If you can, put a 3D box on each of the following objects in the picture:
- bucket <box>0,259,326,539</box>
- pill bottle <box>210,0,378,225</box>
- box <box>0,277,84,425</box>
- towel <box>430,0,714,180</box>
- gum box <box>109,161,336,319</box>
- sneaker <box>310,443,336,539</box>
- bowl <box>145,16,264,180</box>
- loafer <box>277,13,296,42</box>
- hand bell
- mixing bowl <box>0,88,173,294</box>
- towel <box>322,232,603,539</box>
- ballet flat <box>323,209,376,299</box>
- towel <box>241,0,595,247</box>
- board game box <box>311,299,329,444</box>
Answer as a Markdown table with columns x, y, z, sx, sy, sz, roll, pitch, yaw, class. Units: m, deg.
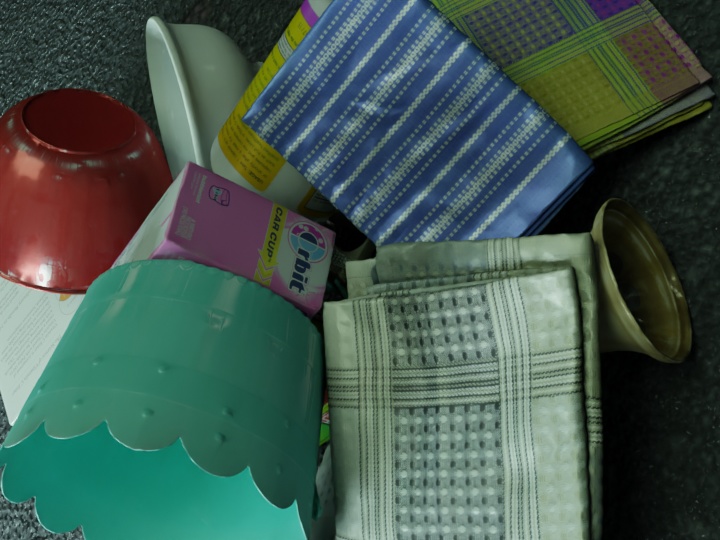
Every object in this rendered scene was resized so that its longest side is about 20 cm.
| x | y | z | sx | sy | sz | roll | pitch | yaw | class |
| --- | --- | --- | --- | --- | --- | --- | --- | --- | --- |
| -0.117 | 0.100 | 0.683 | 0.206 | 0.207 | 0.136 | -17 | 44 | 35 | bucket |
| -0.041 | -0.100 | 0.762 | 0.201 | 0.104 | 0.105 | -52 | 48 | 22 | pill bottle |
| -0.266 | 0.034 | 0.989 | 0.152 | 0.106 | 0.201 | -47 | 49 | 17 | box |
| 0.135 | -0.156 | 0.732 | 0.142 | 0.023 | 0.201 | -26 | 57 | -1 | towel |
| -0.117 | 0.019 | 0.752 | 0.200 | 0.113 | 0.067 | -40 | 32 | 49 | gum box |
| -0.007 | 0.175 | 0.747 | 0.201 | 0.073 | 0.080 | -57 | 36 | 1 | sneaker |
| -0.118 | -0.123 | 0.904 | 0.201 | 0.089 | 0.204 | 167 | 90 | -75 | bowl |
| -0.026 | -0.125 | 0.874 | 0.071 | 0.067 | 0.202 | -51 | 49 | 41 | loafer |
| 0.098 | 0.042 | 0.677 | 0.199 | 0.104 | 0.105 | -27 | 58 | 33 | hand bell |
| -0.246 | -0.085 | 0.907 | 0.201 | 0.198 | 0.109 | 57 | 143 | 38 | mixing bowl |
| 0.054 | 0.080 | 0.628 | 0.191 | 0.034 | 0.203 | -7 | 80 | 41 | towel |
| 0.000 | 0.000 | 0.802 | 0.200 | 0.072 | 0.073 | 39 | 100 | 41 | ballet flat |
| 0.034 | -0.082 | 0.677 | 0.200 | 0.024 | 0.145 | 43 | 112 | 1 | towel |
| -0.092 | 0.116 | 0.848 | 0.199 | 0.047 | 0.102 | -37 | 54 | 25 | board game box |
